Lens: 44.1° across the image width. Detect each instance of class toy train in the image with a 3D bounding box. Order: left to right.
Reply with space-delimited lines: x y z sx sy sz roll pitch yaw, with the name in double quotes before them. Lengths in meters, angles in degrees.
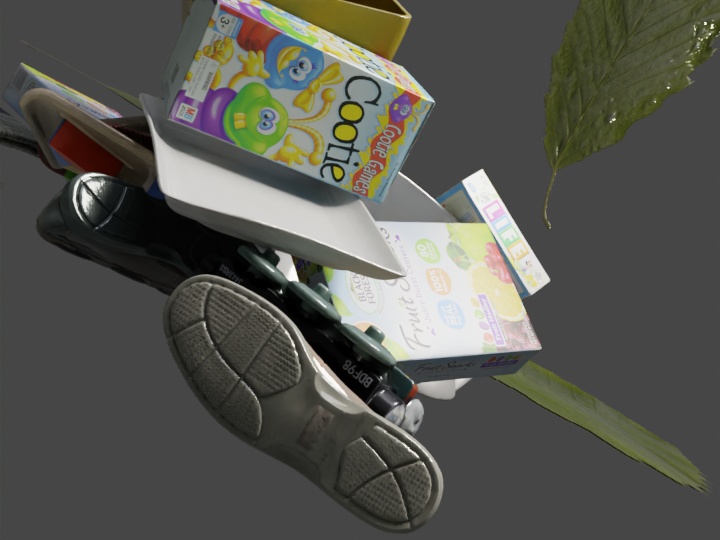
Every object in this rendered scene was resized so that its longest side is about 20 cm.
"toy train" -0.038 0.056 0.649 0.200 0.085 0.114 35 -2 28

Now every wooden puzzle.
"wooden puzzle" -0.202 -0.071 0.797 0.199 0.047 0.185 27 -15 -4

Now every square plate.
"square plate" -0.078 -0.063 0.707 0.199 0.029 0.198 18 23 -27

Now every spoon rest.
"spoon rest" 0.084 0.109 0.987 0.099 0.061 0.199 34 20 30

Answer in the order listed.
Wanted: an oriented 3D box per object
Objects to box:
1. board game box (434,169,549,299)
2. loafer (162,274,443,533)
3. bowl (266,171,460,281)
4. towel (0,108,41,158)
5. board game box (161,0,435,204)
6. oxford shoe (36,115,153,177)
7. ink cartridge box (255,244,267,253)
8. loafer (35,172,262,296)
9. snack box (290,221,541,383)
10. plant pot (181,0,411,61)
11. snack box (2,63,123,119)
"board game box" 0.103 -0.011 0.978 0.135 0.034 0.200 59 -32 1
"loafer" -0.037 0.083 0.533 0.200 0.072 0.063 39 -9 12
"bowl" 0.000 0.000 0.867 0.200 0.200 0.075 36 -33 -17
"towel" -0.415 -0.171 0.837 0.192 0.035 0.200 36 5 9
"board game box" -0.056 -0.153 0.759 0.199 0.103 0.105 19 22 -25
"oxford shoe" -0.232 -0.129 0.928 0.198 0.071 0.075 2 31 -19
"ink cartridge box" -0.075 -0.038 0.995 0.199 0.084 0.175 31 -8 -21
"loafer" -0.157 -0.018 0.701 0.199 0.063 0.072 28 51 -43
"snack box" 0.050 0.027 0.793 0.199 0.053 0.143 -1 56 -30
"plant pot" -0.088 -0.217 0.893 0.199 0.177 0.200 8 28 -19
"snack box" -0.315 -0.162 1.040 0.142 0.053 0.200 24 10 -47
